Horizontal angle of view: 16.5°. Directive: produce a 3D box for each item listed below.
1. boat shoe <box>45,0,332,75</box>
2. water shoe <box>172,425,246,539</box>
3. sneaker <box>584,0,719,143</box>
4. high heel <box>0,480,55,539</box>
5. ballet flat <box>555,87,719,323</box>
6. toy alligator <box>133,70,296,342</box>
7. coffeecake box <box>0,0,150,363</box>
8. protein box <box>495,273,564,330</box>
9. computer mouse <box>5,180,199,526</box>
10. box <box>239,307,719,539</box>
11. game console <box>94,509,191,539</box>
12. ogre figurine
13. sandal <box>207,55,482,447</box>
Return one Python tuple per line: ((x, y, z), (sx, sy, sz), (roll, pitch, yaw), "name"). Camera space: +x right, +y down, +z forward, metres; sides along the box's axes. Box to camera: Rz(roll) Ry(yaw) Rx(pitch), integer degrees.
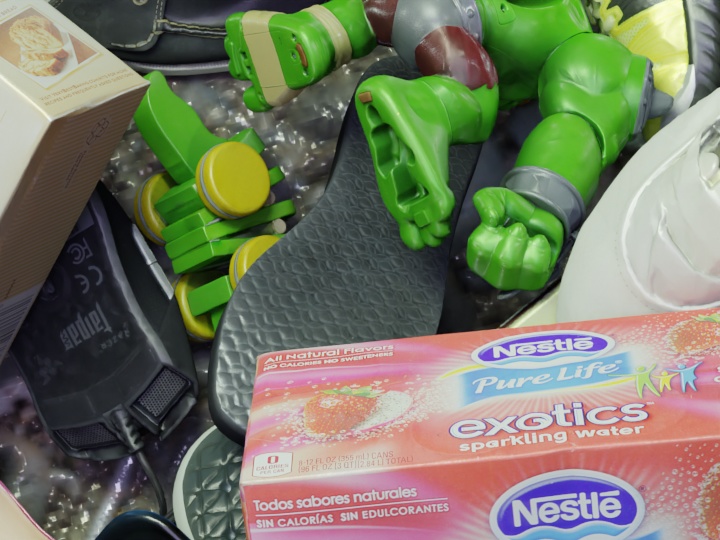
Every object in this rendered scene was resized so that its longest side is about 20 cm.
((-0.101, -0.120, 0.997), (0.199, 0.068, 0.072), (6, 87, 1), "boat shoe")
((0.004, 0.138, 0.920), (0.071, 0.079, 0.200), (-40, 64, -15), "water shoe")
((0.101, -0.136, 0.990), (0.076, 0.075, 0.201), (-10, 78, 3), "sneaker")
((-0.143, 0.096, 0.961), (0.199, 0.067, 0.096), (21, 114, 32), "high heel")
((0.143, -0.040, 0.852), (0.200, 0.069, 0.069), (-43, 88, 1), "ballet flat")
((-0.039, 0.012, 0.999), (0.054, 0.059, 0.201), (-18, 87, -39), "toy alligator")
((-0.204, -0.064, 0.950), (0.200, 0.073, 0.154), (38, 118, 12), "coffeecake box")
((0.144, 0.075, 0.948), (0.200, 0.135, 0.199), (-40, 87, 1), "protein box")
((-0.123, 0.047, 1.008), (0.140, 0.046, 0.200), (-36, 83, 21), "computer mouse")
((0.065, 0.079, 0.822), (0.199, 0.103, 0.095), (-5, 112, 4), "box")
((-0.074, 0.219, 0.866), (0.200, 0.118, 0.171), (43, 59, 3), "game console")
((0.034, -0.083, 0.939), (0.120, 0.200, 0.099), (-27, 131, -29), "ogre figurine")
((0.001, 0.000, 0.960), (0.076, 0.043, 0.200), (27, 50, 2), "sandal")
